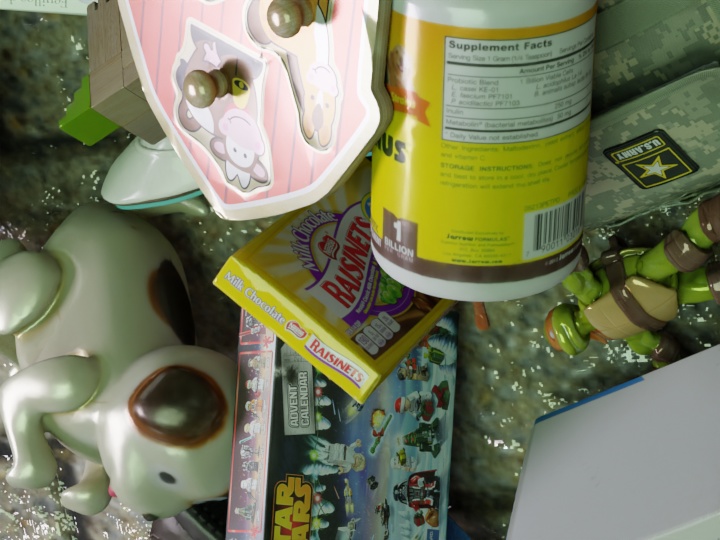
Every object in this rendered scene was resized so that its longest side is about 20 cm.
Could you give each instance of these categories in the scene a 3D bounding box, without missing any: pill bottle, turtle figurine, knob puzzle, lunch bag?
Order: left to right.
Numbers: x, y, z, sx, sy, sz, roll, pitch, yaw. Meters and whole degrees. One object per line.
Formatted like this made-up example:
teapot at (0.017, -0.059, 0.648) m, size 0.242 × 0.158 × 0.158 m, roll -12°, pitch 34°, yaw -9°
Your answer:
knob puzzle at (-0.064, -0.112, 1.182) m, size 0.219 × 0.030 × 0.220 m, roll 22°, pitch 122°, yaw 39°
pill bottle at (0.060, -0.094, 1.163) m, size 0.109 × 0.109 × 0.201 m, roll 10°, pitch 116°, yaw 19°
lunch bag at (0.135, -0.119, 1.250) m, size 0.164 × 0.118 × 0.200 m, roll -22°, pitch 106°, yaw 30°
turtle figurine at (0.165, 0.016, 1.307) m, size 0.161 × 0.065 × 0.200 m, roll -25°, pitch 125°, yaw 30°

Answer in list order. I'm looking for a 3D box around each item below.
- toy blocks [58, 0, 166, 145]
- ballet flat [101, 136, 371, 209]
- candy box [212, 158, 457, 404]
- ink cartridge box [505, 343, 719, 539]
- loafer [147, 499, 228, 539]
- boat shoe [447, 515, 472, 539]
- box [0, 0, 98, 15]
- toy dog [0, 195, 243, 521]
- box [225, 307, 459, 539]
toy blocks at (-0.083, -0.168, 1.317) m, size 0.200 × 0.137 × 0.100 m, roll -30°, pitch 139°, yaw 29°
ballet flat at (-0.068, -0.089, 1.368) m, size 0.199 × 0.069 × 0.070 m, roll -11°, pitch 105°, yaw 20°
candy box at (0.000, 0.000, 1.301) m, size 0.102 × 0.200 × 0.026 m, roll 37°, pitch 117°, yaw 5°
ink cartridge box at (0.197, 0.171, 1.289) m, size 0.147 × 0.145 × 0.200 m, roll -25°, pitch 118°, yaw 29°
loafer at (-0.056, 0.207, 1.486) m, size 0.200 × 0.073 × 0.071 m, roll 47°, pitch 129°, yaw 6°
boat shoe at (0.032, 0.173, 1.433) m, size 0.200 × 0.084 × 0.069 m, roll 62°, pitch 164°, yaw 9°
box at (-0.241, -0.177, 1.395) m, size 0.199 × 0.041 × 0.039 m, roll 5°, pitch 104°, yaw 6°
toy dog at (-0.130, 0.064, 1.396) m, size 0.194 × 0.140 × 0.200 m, roll -39°, pitch 53°, yaw -5°
box at (-0.010, 0.114, 1.342) m, size 0.040 × 0.137 × 0.201 m, roll -6°, pitch 79°, yaw 51°
